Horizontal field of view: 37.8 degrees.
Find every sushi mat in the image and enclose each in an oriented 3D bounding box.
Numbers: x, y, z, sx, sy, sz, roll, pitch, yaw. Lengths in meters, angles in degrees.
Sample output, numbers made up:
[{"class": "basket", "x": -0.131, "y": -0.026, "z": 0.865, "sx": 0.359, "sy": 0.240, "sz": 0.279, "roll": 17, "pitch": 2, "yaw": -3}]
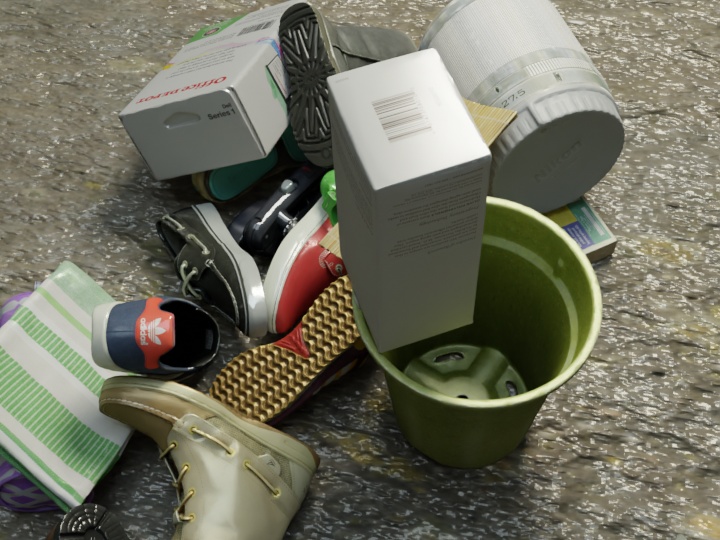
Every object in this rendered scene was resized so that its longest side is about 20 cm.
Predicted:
[{"class": "sushi mat", "x": 0.051, "y": -0.081, "z": 0.958, "sx": 0.200, "sy": 0.012, "sz": 0.095, "roll": -49, "pitch": 41, "yaw": -10}]

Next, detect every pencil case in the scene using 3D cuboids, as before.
[{"class": "pencil case", "x": -0.286, "y": 0.115, "z": 0.949, "sx": 0.085, "sy": 0.084, "sz": 0.202, "roll": 6, "pitch": 53, "yaw": -23}]

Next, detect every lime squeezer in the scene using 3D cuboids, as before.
[{"class": "lime squeezer", "x": -0.006, "y": -0.058, "z": 1.024, "sx": 0.070, "sy": 0.038, "sz": 0.201, "roll": 26, "pitch": 37, "yaw": -29}]

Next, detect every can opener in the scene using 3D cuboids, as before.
[{"class": "can opener", "x": -0.057, "y": -0.086, "z": 1.092, "sx": 0.078, "sy": 0.064, "sz": 0.200, "roll": 33, "pitch": 62, "yaw": 22}]

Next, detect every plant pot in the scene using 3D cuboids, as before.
[{"class": "plant pot", "x": 0.094, "y": 0.072, "z": 0.906, "sx": 0.198, "sy": 0.185, "sz": 0.202, "roll": -1, "pitch": 55, "yaw": 1}]

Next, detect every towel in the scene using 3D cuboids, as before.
[{"class": "towel", "x": -0.250, "y": 0.095, "z": 0.915, "sx": 0.152, "sy": 0.023, "sz": 0.200, "roll": 43, "pitch": 37, "yaw": -11}]

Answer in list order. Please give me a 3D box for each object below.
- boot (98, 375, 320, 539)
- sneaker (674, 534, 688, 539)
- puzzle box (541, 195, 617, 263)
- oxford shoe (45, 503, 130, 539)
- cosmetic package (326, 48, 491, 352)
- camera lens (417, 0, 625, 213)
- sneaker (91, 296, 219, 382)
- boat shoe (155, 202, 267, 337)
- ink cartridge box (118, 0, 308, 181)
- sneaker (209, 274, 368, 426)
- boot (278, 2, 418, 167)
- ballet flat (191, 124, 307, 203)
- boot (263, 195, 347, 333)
[{"class": "boot", "x": -0.147, "y": 0.187, "z": 0.876, "sx": 0.199, "sy": 0.073, "sz": 0.157, "roll": 26, "pitch": 62, "yaw": -10}, {"class": "sneaker", "x": 0.236, "y": 0.306, "z": 0.812, "sx": 0.088, "sy": 0.075, "sz": 0.201, "roll": -7, "pitch": 46, "yaw": -4}, {"class": "puzzle box", "x": 0.158, "y": -0.072, "z": 1.102, "sx": 0.132, "sy": 0.026, "sz": 0.201, "roll": -21, "pitch": 58, "yaw": -14}, {"class": "oxford shoe", "x": -0.197, "y": 0.291, "z": 0.834, "sx": 0.072, "sy": 0.084, "sz": 0.201, "roll": -7, "pitch": 65, "yaw": -48}, {"class": "cosmetic package", "x": 0.031, "y": -0.043, "z": 0.753, "sx": 0.084, "sy": 0.201, "sz": 0.108, "roll": -17, "pitch": 58, "yaw": -8}, {"class": "camera lens", "x": 0.157, "y": -0.177, "z": 1.062, "sx": 0.159, "sy": 0.161, "sz": 0.201, "roll": -17, "pitch": 56, "yaw": -11}, {"class": "sneaker", "x": -0.151, "y": 0.061, "z": 0.918, "sx": 0.084, "sy": 0.200, "sz": 0.076, "roll": -4, "pitch": 87, "yaw": 16}, {"class": "boat shoe", "x": -0.145, "y": 0.003, "z": 1.008, "sx": 0.063, "sy": 0.071, "sz": 0.200, "roll": -11, "pitch": 35, "yaw": -23}, {"class": "ink cartridge box", "x": -0.135, "y": -0.189, "z": 1.094, "sx": 0.144, "sy": 0.084, "sz": 0.201, "roll": -9, "pitch": 34, "yaw": 29}, {"class": "sneaker", "x": -0.047, "y": 0.088, "z": 0.971, "sx": 0.199, "sy": 0.090, "sz": 0.075, "roll": -37, "pitch": 66, "yaw": 8}, {"class": "boot", "x": 0.003, "y": -0.187, "z": 1.112, "sx": 0.072, "sy": 0.199, "sz": 0.184, "roll": -12, "pitch": 81, "yaw": 28}, {"class": "ballet flat", "x": -0.096, "y": -0.137, "z": 1.133, "sx": 0.199, "sy": 0.071, "sz": 0.071, "roll": -32, "pitch": 60, "yaw": -21}, {"class": "boot", "x": 0.000, "y": 0.000, "z": 1.030, "sx": 0.143, "sy": 0.073, "sz": 0.201, "roll": 25, "pitch": 55, "yaw": 15}]
